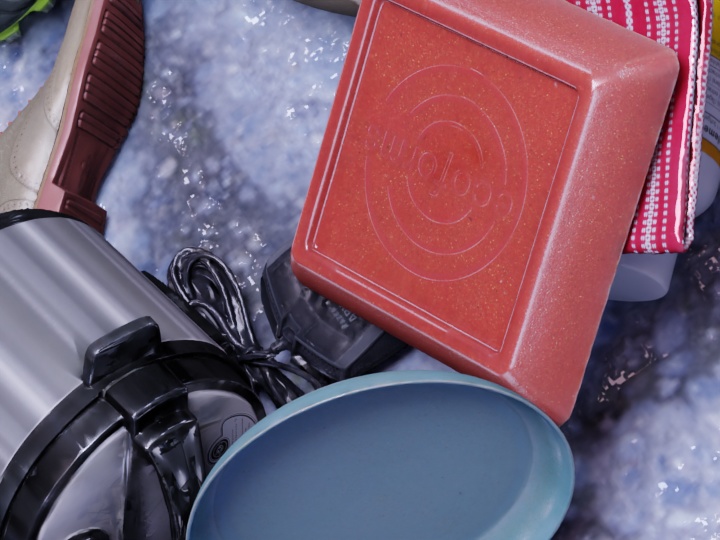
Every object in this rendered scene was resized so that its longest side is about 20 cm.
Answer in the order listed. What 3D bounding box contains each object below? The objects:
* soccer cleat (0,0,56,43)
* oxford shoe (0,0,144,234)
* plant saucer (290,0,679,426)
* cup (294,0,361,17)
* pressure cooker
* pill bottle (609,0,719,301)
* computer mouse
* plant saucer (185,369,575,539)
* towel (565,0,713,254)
[{"bbox_3d":[-0.188,-0.192,1.679,0.200,0.081,0.068,-30,26,41],"label":"soccer cleat"},{"bbox_3d":[-0.177,-0.082,1.679,0.075,0.070,0.201,7,73,25],"label":"oxford shoe"},{"bbox_3d":[0.049,-0.049,1.497,0.199,0.037,0.201,29,111,37],"label":"plant saucer"},{"bbox_3d":[-0.024,-0.230,1.631,0.143,0.200,0.201,-4,67,48],"label":"cup"},{"bbox_3d":[-0.148,0.088,1.547,0.200,0.176,0.179,41,97,31],"label":"pressure cooker"},{"bbox_3d":[0.141,-0.091,1.556,0.111,0.111,0.201,8,75,20],"label":"pill bottle"},{"bbox_3d":[0.000,0.000,1.607,0.200,0.053,0.139,-38,66,16],"label":"computer mouse"},{"bbox_3d":[0.008,0.113,1.486,0.199,0.200,0.027,-23,49,8],"label":"plant saucer"},{"bbox_3d":[0.090,-0.083,1.502,0.199,0.022,0.145,3,88,43],"label":"towel"}]
